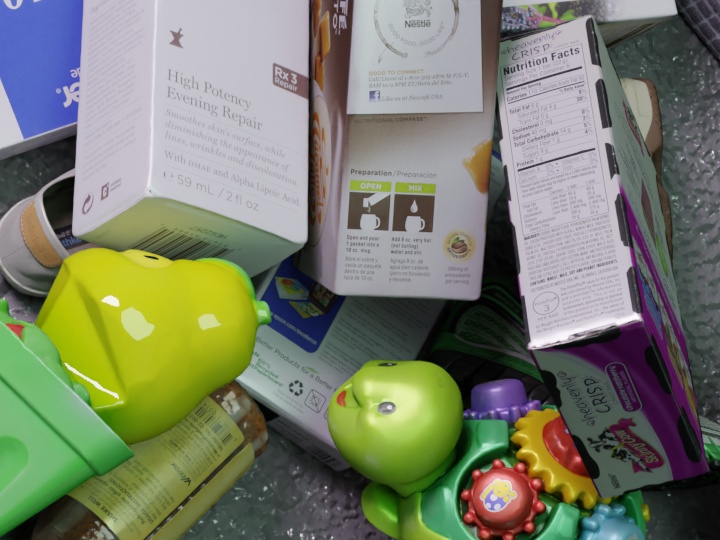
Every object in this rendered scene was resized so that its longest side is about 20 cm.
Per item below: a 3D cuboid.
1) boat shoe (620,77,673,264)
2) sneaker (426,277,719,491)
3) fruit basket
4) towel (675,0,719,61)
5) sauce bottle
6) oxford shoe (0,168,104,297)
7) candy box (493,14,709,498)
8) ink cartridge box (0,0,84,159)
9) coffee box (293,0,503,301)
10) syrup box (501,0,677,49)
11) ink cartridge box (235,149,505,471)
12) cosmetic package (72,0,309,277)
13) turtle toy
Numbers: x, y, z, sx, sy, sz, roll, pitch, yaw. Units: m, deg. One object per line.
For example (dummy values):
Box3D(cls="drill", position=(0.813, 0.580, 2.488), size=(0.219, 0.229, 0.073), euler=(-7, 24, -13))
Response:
Box3D(cls="boat shoe", position=(0.128, -0.026, 1.556), size=(0.076, 0.072, 0.200), euler=(3, 44, -4))
Box3D(cls="sneaker", position=(0.134, 0.062, 1.551), size=(0.200, 0.078, 0.085), euler=(25, 66, -18))
Box3D(cls="fruit basket", position=(-0.154, 0.039, 1.353), size=(0.156, 0.216, 0.216), euler=(45, 64, -8))
Box3D(cls="towel", position=(0.251, -0.164, 1.611), size=(0.086, 0.166, 0.200), euler=(-32, 91, -24))
Box3D(cls="sauce bottle", position=(-0.131, 0.130, 1.420), size=(0.200, 0.066, 0.066), euler=(-43, 97, -28))
Box3D(cls="oxford shoe", position=(-0.098, -0.041, 1.481), size=(0.200, 0.058, 0.075), euler=(-24, 84, -30))
Box3D(cls="candy box", position=(0.117, -0.008, 1.415), size=(0.061, 0.136, 0.200), euler=(-14, 49, 12))
Box3D(cls="ink cartridge box", position=(-0.205, -0.101, 1.452), size=(0.200, 0.044, 0.094), euler=(-21, 88, -28))
Box3D(cls="coffee box", position=(0.019, -0.092, 1.439), size=(0.080, 0.114, 0.200), euler=(2, 98, -13))
Box3D(cls="syrup box", position=(0.068, -0.161, 1.572), size=(0.200, 0.081, 0.079), euler=(-8, 82, -25))
Box3D(cls="ink cartridge box", position=(0.000, 0.000, 1.528), size=(0.095, 0.037, 0.200), euler=(34, 68, -13))
Box3D(cls="cosmetic package", position=(-0.084, -0.102, 1.437), size=(0.102, 0.074, 0.200), euler=(18, 60, -35))
Box3D(cls="turtle toy", position=(0.069, 0.111, 1.454), size=(0.200, 0.101, 0.146), euler=(22, 35, -16))
